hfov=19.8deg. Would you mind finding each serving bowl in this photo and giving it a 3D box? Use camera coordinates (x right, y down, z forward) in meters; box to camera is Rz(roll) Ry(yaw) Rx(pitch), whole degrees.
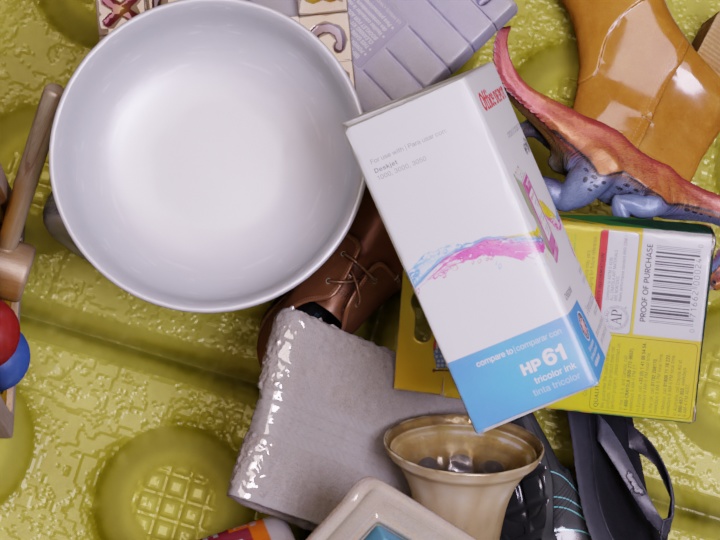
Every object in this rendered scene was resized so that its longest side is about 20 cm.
[{"bbox_3d":[-0.093,-0.070,1.315,0.200,0.066,0.200,0,84,3],"label":"serving bowl"}]

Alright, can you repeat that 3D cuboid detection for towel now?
[{"bbox_3d":[0.002,0.114,1.373,0.200,0.034,0.133,26,72,-38],"label":"towel"}]

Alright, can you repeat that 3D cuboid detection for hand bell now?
[{"bbox_3d":[0.061,0.205,1.362,0.104,0.104,0.200,3,108,-2],"label":"hand bell"}]

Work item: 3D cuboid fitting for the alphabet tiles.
[{"bbox_3d":[-0.087,-0.130,1.357,0.167,0.008,0.200,-5,83,2],"label":"alphabet tiles"}]

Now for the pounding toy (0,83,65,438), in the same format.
[{"bbox_3d":[-0.263,-0.003,1.367,0.142,0.184,0.200,2,75,-2],"label":"pounding toy"}]

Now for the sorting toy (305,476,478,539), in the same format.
[{"bbox_3d":[0.013,0.238,1.302,0.200,0.036,0.185,33,104,-33],"label":"sorting toy"}]

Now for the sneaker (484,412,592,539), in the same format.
[{"bbox_3d":[0.129,0.180,1.400,0.079,0.075,0.200,-7,75,-51],"label":"sneaker"}]

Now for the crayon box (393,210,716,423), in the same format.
[{"bbox_3d":[0.127,0.025,1.362,0.200,0.051,0.127,6,100,6],"label":"crayon box"}]

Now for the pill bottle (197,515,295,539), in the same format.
[{"bbox_3d":[-0.127,0.241,1.347,0.200,0.113,0.113,-17,77,-8],"label":"pill bottle"}]

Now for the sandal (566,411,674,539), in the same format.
[{"bbox_3d":[0.177,0.127,1.397,0.043,0.076,0.200,-26,66,30],"label":"sandal"}]

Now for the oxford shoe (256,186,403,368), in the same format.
[{"bbox_3d":[0.000,0.000,1.385,0.071,0.071,0.200,34,107,-6],"label":"oxford shoe"}]

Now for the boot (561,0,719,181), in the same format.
[{"bbox_3d":[0.174,-0.152,1.483,0.201,0.071,0.144,30,73,0],"label":"boot"}]

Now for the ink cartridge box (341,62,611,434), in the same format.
[{"bbox_3d":[0.075,-0.020,1.262,0.085,0.145,0.200,-24,95,13],"label":"ink cartridge box"}]

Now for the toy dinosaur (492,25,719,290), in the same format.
[{"bbox_3d":[0.178,-0.053,1.387,0.181,0.200,0.105,4,43,16],"label":"toy dinosaur"}]

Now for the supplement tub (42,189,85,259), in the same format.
[{"bbox_3d":[-0.126,-0.094,1.429,0.122,0.123,0.200,24,75,4],"label":"supplement tub"}]

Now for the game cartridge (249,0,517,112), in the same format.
[{"bbox_3d":[-0.009,-0.200,1.381,0.130,0.038,0.200,-44,80,6],"label":"game cartridge"}]
